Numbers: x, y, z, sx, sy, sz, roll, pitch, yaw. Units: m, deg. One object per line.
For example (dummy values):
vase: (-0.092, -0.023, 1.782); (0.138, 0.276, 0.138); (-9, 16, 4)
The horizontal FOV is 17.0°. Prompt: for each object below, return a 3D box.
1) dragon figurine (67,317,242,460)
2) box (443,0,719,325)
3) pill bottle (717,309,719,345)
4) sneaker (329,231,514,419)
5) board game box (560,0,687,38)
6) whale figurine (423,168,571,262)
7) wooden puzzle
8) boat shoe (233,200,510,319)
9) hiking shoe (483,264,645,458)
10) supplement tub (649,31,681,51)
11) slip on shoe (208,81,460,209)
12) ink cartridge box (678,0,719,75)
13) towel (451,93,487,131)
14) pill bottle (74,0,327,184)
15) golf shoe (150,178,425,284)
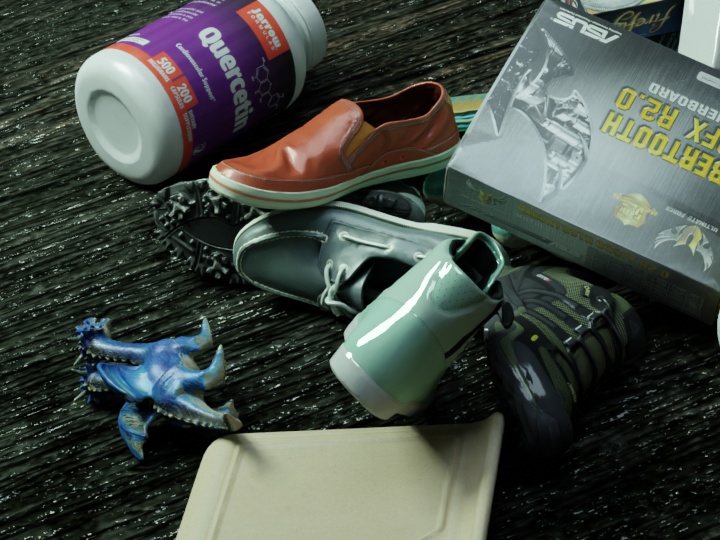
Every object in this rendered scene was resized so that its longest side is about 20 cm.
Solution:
dragon figurine: (-0.133, 0.082, 1.554); (0.099, 0.059, 0.200); (-17, 27, -8)
box: (0.177, -0.075, 1.587); (0.200, 0.048, 0.159); (26, 62, 12)
pill bottle: (0.301, -0.004, 1.521); (0.104, 0.104, 0.200); (5, 33, 25)
sneaker: (0.050, 0.029, 1.491); (0.118, 0.074, 0.200); (-44, 0, 7)
board game box: (0.238, -0.233, 1.751); (0.199, 0.035, 0.136); (-12, 46, -9)
whale figurine: (0.138, -0.077, 1.698); (0.200, 0.104, 0.159); (11, 37, 37)
wooden puzzle: (-0.016, 0.155, 1.423); (0.199, 0.037, 0.185); (-8, 30, 14)
boat shoe: (0.000, 0.000, 1.642); (0.199, 0.073, 0.062); (6, 29, 17)
hiking shoe: (0.130, 0.046, 1.517); (0.100, 0.076, 0.200); (-11, 29, 5)
supplement tub: (0.256, -0.156, 1.773); (0.200, 0.107, 0.107); (33, 49, 30)
slip on shoe: (-0.018, -0.088, 1.674); (0.200, 0.061, 0.074); (-16, 29, -28)
ink cartridge box: (0.332, -0.181, 1.661); (0.199, 0.147, 0.083); (9, -6, -8)
towel: (0.088, -0.120, 1.829); (0.199, 0.022, 0.147); (-6, 8, 11)
pill bottle: (-0.122, -0.156, 1.907); (0.112, 0.113, 0.200); (19, 41, 41)
golf shoe: (-0.049, -0.037, 1.733); (0.199, 0.078, 0.095); (5, 22, 13)
